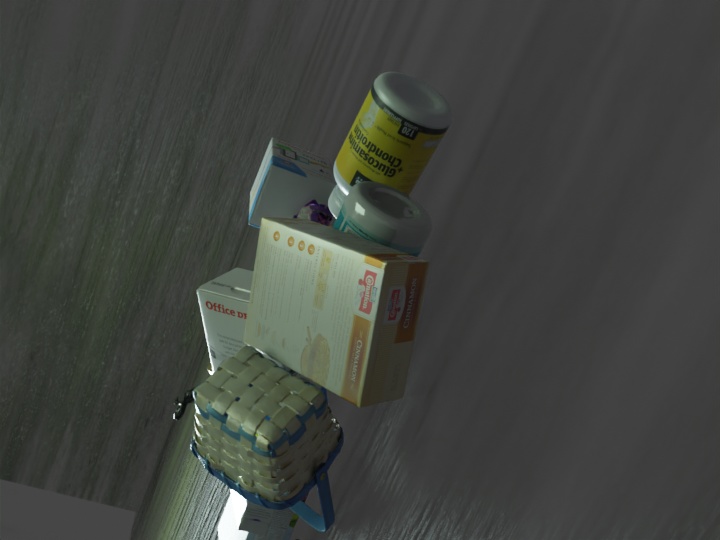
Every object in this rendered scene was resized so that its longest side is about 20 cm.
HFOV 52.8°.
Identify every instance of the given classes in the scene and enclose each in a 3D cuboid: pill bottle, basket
[{"bbox_3d":[0.000,0.000,0.894,0.111,0.110,0.201,-97,30,-58],"label":"pill bottle"},{"bbox_3d":[0.031,-0.152,0.968,0.112,0.111,0.201,-90,24,-51],"label":"pill bottle"},{"bbox_3d":[-0.102,0.200,0.830,0.139,0.176,0.201,-39,-35,-40],"label":"basket"}]

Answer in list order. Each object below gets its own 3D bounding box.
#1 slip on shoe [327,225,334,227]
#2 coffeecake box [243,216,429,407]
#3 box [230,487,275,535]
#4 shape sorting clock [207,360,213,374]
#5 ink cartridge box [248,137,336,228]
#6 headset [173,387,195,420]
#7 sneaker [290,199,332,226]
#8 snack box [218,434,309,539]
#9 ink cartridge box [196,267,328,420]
[{"bbox_3d":[-0.084,-0.011,1.289,0.200,0.074,0.061,-46,22,46],"label":"slip on shoe"},{"bbox_3d":[-0.033,0.038,0.801,0.199,0.073,0.155,21,106,41],"label":"coffeecake box"},{"bbox_3d":[-0.154,0.281,0.985,0.039,0.041,0.200,-68,21,9],"label":"box"},{"bbox_3d":[-0.174,0.135,1.273,0.199,0.039,0.200,-25,12,6],"label":"shape sorting clock"},{"bbox_3d":[-0.150,-0.174,1.566,0.200,0.146,0.147,-107,38,-65],"label":"ink cartridge box"},{"bbox_3d":[-0.234,0.232,1.278,0.123,0.200,0.094,43,103,35],"label":"headset"},{"bbox_3d":[-0.089,-0.084,1.396,0.089,0.080,0.200,-49,22,9],"label":"sneaker"},{"bbox_3d":[-0.147,0.350,1.064,0.169,0.067,0.201,-131,60,-71],"label":"snack box"},{"bbox_3d":[-0.132,0.110,0.994,0.084,0.145,0.201,-33,-54,-47],"label":"ink cartridge box"}]
